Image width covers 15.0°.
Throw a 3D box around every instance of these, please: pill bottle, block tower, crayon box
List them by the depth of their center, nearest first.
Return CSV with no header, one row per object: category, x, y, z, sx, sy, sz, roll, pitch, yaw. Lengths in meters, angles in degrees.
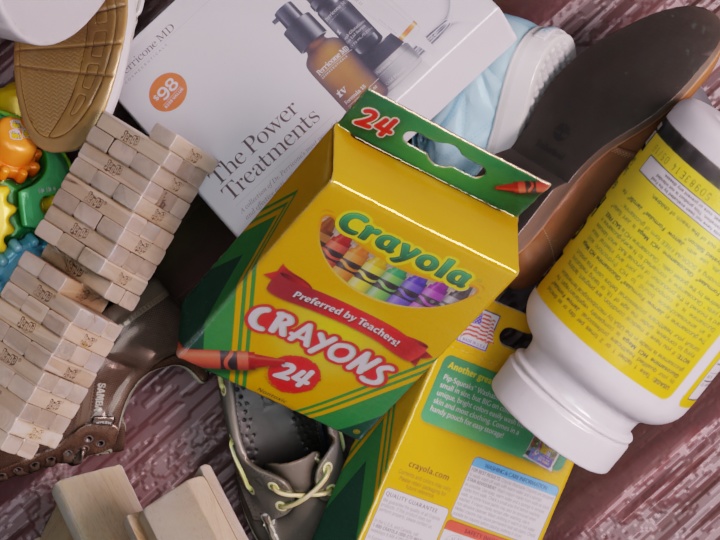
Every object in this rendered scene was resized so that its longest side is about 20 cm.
crayon box,0.000,0.000,1.526,0.126,0.051,0.200,25,130,-20
pill bottle,0.166,0.012,1.547,0.112,0.112,0.200,37,101,-4
block tower,-0.160,0.006,1.553,0.058,0.054,0.201,31,90,27
crayon box,0.059,0.116,1.624,0.125,0.052,0.201,22,93,-32

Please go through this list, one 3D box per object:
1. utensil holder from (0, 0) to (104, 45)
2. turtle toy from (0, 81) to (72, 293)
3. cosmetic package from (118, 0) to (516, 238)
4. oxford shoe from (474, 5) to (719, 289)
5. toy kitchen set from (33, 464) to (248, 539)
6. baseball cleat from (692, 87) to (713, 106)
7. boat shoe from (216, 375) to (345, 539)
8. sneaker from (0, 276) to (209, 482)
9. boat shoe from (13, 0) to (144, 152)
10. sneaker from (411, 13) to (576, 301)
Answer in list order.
utensil holder,-0.242,-0.224,1.519,0.199,0.170,0.171,16,93,22
turtle toy,-0.253,-0.030,1.598,0.199,0.101,0.147,-8,94,-3
cosmetic package,-0.032,-0.125,1.599,0.200,0.052,0.151,-43,64,0
oxford shoe,0.138,-0.071,1.589,0.200,0.071,0.071,-45,137,0
toy kitchen set,-0.163,0.207,1.522,0.180,0.163,0.201,-12,61,-32
baseball cleat,0.230,-0.051,1.621,0.070,0.106,0.200,-41,103,-34
boat shoe,-0.044,0.110,1.638,0.072,0.060,0.203,-17,94,-2
sneaker,-0.179,0.090,1.625,0.200,0.070,0.076,-38,96,0
boat shoe,-0.153,-0.160,1.597,0.070,0.069,0.201,2,78,19
sneaker,0.064,-0.059,1.640,0.082,0.074,0.201,25,101,31
